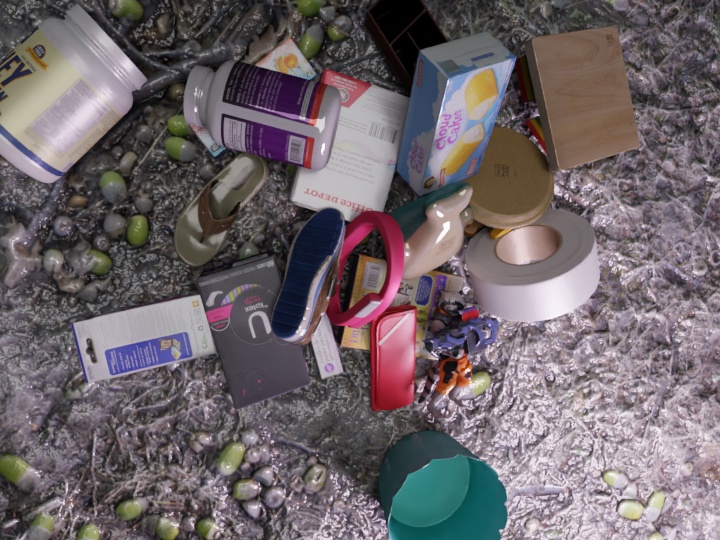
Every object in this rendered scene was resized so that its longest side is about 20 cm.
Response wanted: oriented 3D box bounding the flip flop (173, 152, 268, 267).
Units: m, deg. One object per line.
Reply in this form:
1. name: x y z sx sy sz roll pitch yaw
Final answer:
1. flip flop: -0.211 -0.096 0.861 0.081 0.058 0.201 40 87 -12

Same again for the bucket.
1. bucket: 0.127 0.375 0.937 0.202 0.135 0.212 -1 96 -10

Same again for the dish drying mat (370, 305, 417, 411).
1. dish drying mat: 0.053 0.146 0.917 0.075 0.018 0.204 -9 122 -13

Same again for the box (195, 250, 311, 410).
1. box: -0.161 0.085 0.865 0.120 0.106 0.204 -17 99 -8

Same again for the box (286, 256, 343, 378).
1. box: -0.073 0.070 0.915 0.038 0.041 0.204 -16 98 -9

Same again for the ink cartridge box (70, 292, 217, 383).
1. ink cartridge box: -0.325 0.100 0.870 0.196 0.037 0.097 -13 99 -12

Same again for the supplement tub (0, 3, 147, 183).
1. supplement tub: -0.403 -0.236 0.764 0.200 0.145 0.145 -45 102 -4

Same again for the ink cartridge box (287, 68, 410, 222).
1. ink cartridge box: -0.019 -0.182 0.877 0.145 0.086 0.204 16 94 -12

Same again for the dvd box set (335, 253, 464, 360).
1. dvd box set: 0.067 0.063 0.930 0.196 0.029 0.150 10 94 -23

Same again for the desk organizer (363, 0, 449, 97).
1. desk organizer: 0.086 -0.332 0.858 0.071 0.077 0.202 -30 83 -7

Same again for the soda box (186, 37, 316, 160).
1. soda box: -0.161 -0.255 0.852 0.199 0.064 0.069 -40 102 -4

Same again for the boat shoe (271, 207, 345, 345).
1. boat shoe: -0.068 0.009 0.822 0.071 0.072 0.203 16 75 27

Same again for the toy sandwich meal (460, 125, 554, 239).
1. toy sandwich meal: 0.215 -0.140 0.925 0.200 0.070 0.210 2 68 -5

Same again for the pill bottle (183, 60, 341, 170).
1. pill bottle: -0.129 -0.212 0.766 0.196 0.112 0.115 14 93 -2

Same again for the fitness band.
1. fitness band: 0.000 0.000 0.825 0.037 0.200 0.147 9 63 -28

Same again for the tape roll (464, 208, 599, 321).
1. tape roll: 0.265 -0.013 0.889 0.200 0.203 0.072 -28 122 -7

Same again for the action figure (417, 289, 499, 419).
1. action figure: 0.130 0.127 0.896 0.198 0.103 0.198 5 91 -48

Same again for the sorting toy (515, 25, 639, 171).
1. sorting toy: 0.347 -0.276 0.931 0.197 0.069 0.203 -18 97 -27

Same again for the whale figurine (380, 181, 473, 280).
1. whale figurine: 0.093 -0.071 0.828 0.157 0.201 0.105 -27 71 -19

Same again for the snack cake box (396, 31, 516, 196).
1. snack cake box: 0.125 -0.211 0.790 0.113 0.202 0.068 -24 59 -23
